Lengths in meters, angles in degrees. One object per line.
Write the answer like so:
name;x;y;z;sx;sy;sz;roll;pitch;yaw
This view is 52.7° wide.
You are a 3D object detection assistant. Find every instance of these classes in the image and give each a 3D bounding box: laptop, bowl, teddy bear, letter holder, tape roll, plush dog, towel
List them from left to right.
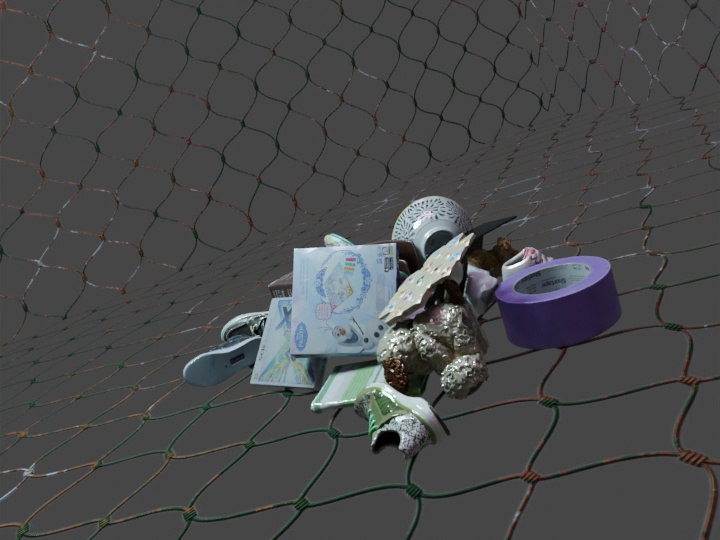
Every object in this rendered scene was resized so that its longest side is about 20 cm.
towel;0.027;0.195;1.246;0.197;0.031;0.149;-11;18;21
letter holder;0.039;0.015;1.666;0.198;0.144;0.100;-6;18;43
plush dog;0.104;0.115;1.168;0.170;0.162;0.200;-22;13;15
bowl;0.176;-0.062;1.664;0.198;0.203;0.094;-20;17;-3
laptop;0.235;-0.025;1.569;0.176;0.202;0.103;-26;44;-28
teddy bear;0.262;-0.017;1.544;0.198;0.146;0.067;-23;58;-20
tape roll;0.336;0.052;1.243;0.197;0.086;0.200;-17;14;4

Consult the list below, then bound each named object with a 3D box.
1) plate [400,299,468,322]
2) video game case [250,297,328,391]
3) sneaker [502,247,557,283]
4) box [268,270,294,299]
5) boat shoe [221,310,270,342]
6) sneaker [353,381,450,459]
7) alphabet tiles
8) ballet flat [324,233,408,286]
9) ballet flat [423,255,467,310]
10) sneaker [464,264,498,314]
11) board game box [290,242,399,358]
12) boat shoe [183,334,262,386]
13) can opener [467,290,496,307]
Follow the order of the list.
plate;0.079;0.076;1.389;0.198;0.033;0.200;17;46;30
video game case;-0.128;0.139;1.417;0.198;0.185;0.022;-6;-25;44
sneaker;0.361;0.000;1.368;0.197;0.106;0.075;-15;12;14
box;-0.055;0.069;1.534;0.198;0.168;0.164;-4;20;44
boat shoe;-0.240;0.135;1.737;0.197;0.072;0.064;-18;12;-1
sneaker;0.035;0.220;1.043;0.088;0.078;0.199;-36;18;-27
alphabet tiles;0.111;0.014;1.209;0.195;0.015;0.200;-38;10;46
ballet flat;0.000;0.000;1.396;0.072;0.198;0.069;-54;-16;-22
ballet flat;0.153;0.052;1.284;0.072;0.203;0.073;13;-12;3
sneaker;0.204;0.028;1.357;0.079;0.071;0.200;24;7;-4
board game box;-0.027;0.056;1.331;0.196;0.203;0.043;-2;-16;11
boat shoe;-0.305;0.198;1.601;0.198;0.072;0.090;-19;11;-30
can opener;0.186;0.069;1.445;0.198;0.053;0.066;-27;16;-27
